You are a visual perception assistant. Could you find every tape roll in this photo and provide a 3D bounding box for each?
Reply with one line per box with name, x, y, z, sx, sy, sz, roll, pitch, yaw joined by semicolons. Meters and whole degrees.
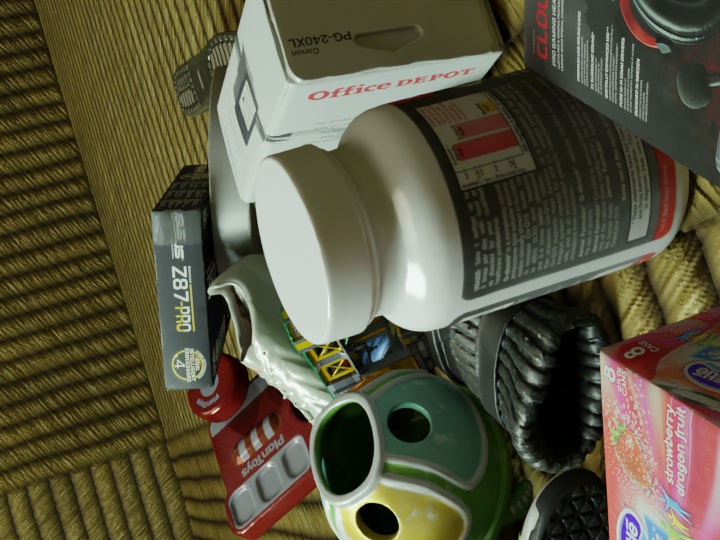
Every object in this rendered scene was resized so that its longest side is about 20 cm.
tape roll;-0.114;-0.089;1.037;0.203;0.037;0.205;178;90;-89

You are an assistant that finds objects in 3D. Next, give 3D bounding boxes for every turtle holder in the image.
turtle holder;0.030;0.161;0.799;0.140;0.131;0.187;-11;63;42

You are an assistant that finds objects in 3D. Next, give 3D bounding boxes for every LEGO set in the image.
LEGO set;0.000;0.000;0.872;0.201;0.115;0.154;-108;-7;-50

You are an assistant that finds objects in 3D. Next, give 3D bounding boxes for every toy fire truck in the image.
toy fire truck;-0.063;0.136;1.054;0.112;0.200;0.169;35;-160;-44

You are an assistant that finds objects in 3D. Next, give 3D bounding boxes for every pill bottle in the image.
pill bottle;0.055;-0.036;0.567;0.116;0.198;0.117;164;90;-70

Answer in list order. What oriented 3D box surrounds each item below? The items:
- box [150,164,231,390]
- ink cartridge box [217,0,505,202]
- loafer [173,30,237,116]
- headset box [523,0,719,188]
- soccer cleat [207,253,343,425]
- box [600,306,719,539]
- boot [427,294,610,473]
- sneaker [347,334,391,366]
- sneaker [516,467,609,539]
box;-0.153;-0.001;1.032;0.200;0.049;0.163;-94;1;-74
ink cartridge box;-0.010;-0.130;0.757;0.200;0.144;0.084;129;126;-68
loafer;-0.129;-0.210;1.161;0.199;0.067;0.077;0;109;54
headset box;0.137;-0.133;0.449;0.200;0.074;0.150;-131;30;-50
soccer cleat;-0.060;0.081;0.951;0.201;0.077;0.069;60;144;4
box;0.179;0.128;0.512;0.103;0.094;0.202;-141;39;-60
boot;0.085;0.008;0.700;0.158;0.079;0.213;-135;23;-67
sneaker;0.042;0.145;0.962;0.078;0.065;0.202;-10;96;68
sneaker;0.125;0.205;0.766;0.083;0.071;0.202;-128;29;-52
